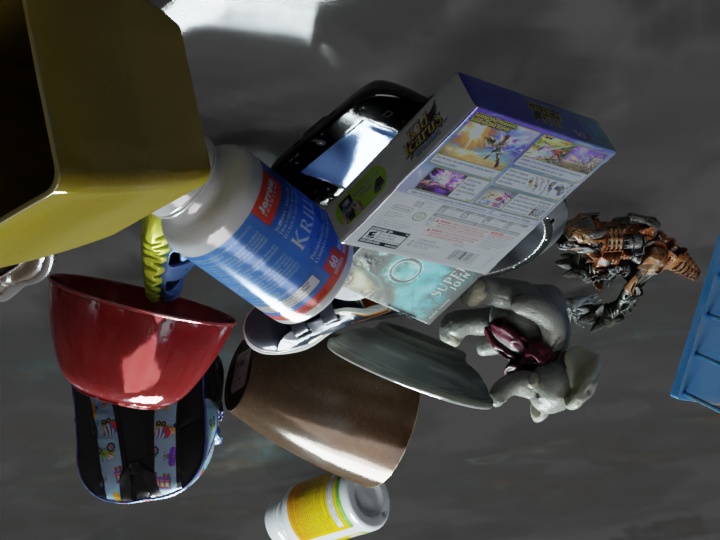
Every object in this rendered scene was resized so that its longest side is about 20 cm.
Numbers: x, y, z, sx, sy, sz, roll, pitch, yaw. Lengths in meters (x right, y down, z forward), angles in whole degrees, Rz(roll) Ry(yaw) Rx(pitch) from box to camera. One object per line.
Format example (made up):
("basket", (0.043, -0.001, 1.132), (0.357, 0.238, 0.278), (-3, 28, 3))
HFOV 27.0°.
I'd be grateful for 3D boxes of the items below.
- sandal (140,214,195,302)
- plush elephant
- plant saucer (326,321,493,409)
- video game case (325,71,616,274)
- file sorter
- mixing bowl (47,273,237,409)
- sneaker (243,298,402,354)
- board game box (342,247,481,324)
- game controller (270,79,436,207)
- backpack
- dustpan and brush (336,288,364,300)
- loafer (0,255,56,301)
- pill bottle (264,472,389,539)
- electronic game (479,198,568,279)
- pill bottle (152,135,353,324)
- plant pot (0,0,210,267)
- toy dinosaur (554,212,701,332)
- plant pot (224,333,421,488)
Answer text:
("sandal", (-0.173, -0.025, 1.475), (0.087, 0.080, 0.200), (-4, 159, -12))
("plush elephant", (0.199, 0.103, 1.765), (0.200, 0.155, 0.165), (2, 157, -16))
("plant saucer", (0.063, 0.098, 1.694), (0.200, 0.050, 0.200), (21, -176, -1))
("video game case", (0.099, -0.081, 1.330), (0.200, 0.045, 0.181), (11, 135, -45))
("file sorter", (0.457, 0.069, 1.650), (0.139, 0.200, 0.123), (10, -171, -34))
("mixing bowl", (-0.237, 0.079, 1.551), (0.200, 0.109, 0.200), (15, -176, -1))
("sneaker", (-0.039, 0.032, 1.645), (0.200, 0.079, 0.079), (-19, 162, 2))
("board game box", (0.076, -0.036, 1.458), (0.135, 0.028, 0.200), (23, 126, -31))
("game controller", (0.000, -0.109, 1.355), (0.104, 0.042, 0.200), (9, 153, -32))
("backpack", (-0.250, 0.187, 1.803), (0.182, 0.200, 0.135), (-10, 157, 7))
("dustpan and brush", (0.000, 0.000, 1.558), (0.200, 0.057, 0.140), (35, 154, -15))
("loafer", (-0.347, -0.017, 1.448), (0.071, 0.073, 0.200), (7, 154, -30))
("pill bottle", (-0.059, 0.393, 2.463), (0.200, 0.111, 0.111), (-23, 152, 37))
("electronic game", (0.112, -0.047, 1.531), (0.200, 0.042, 0.200), (-5, 150, -3))
("pill bottle", (-0.109, -0.044, 1.359), (0.112, 0.112, 0.200), (-22, 136, 35))
("plant pot", (-0.228, -0.113, 1.116), (0.200, 0.200, 0.176), (-25, 162, 39))
("toy dinosaur", (0.289, -0.007, 1.619), (0.200, 0.102, 0.136), (27, 129, -17))
("plant pot", (-0.057, 0.150, 1.825), (0.200, 0.187, 0.187), (18, 150, -20))
